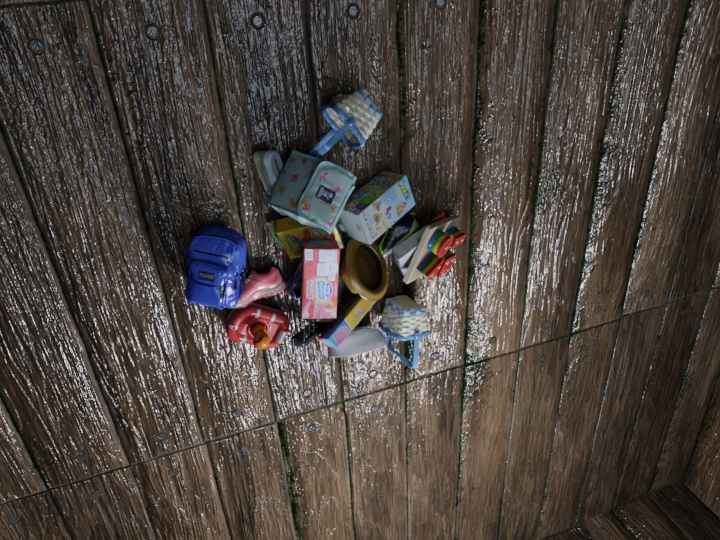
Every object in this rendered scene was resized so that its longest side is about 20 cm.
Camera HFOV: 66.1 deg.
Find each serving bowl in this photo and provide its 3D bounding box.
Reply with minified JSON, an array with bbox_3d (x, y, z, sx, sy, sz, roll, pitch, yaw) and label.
[{"bbox_3d":[-0.015,0.223,1.785,0.196,0.200,0.067,-10,91,-17],"label":"serving bowl"}]

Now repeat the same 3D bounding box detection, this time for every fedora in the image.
[{"bbox_3d":[0.000,0.000,1.631,0.081,0.203,0.200,-24,134,38],"label":"fedora"}]

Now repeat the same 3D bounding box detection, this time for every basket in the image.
[{"bbox_3d":[-0.052,-0.372,1.446,0.139,0.176,0.201,42,83,-19],"label":"basket"},{"bbox_3d":[0.144,0.198,1.821,0.137,0.176,0.204,-1,108,-29],"label":"basket"}]

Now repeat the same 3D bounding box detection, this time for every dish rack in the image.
[{"bbox_3d":[-0.151,0.123,1.694,0.054,0.153,0.204,15,114,21],"label":"dish rack"}]

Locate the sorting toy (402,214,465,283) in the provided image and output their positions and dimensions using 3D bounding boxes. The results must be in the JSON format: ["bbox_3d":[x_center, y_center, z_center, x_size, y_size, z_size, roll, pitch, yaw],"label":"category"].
[{"bbox_3d":[0.241,-0.054,1.718,0.198,0.069,0.202,-24,142,-52],"label":"sorting toy"}]

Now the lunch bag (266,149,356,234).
[{"bbox_3d":[-0.121,-0.202,1.451,0.173,0.198,0.122,-63,151,-6],"label":"lunch bag"}]

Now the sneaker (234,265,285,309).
[{"bbox_3d":[-0.324,0.045,1.629,0.197,0.074,0.088,-22,109,-14],"label":"sneaker"}]

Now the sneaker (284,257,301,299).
[{"bbox_3d":[-0.159,0.003,1.656,0.074,0.079,0.202,15,110,-29],"label":"sneaker"}]

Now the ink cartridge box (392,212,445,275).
[{"bbox_3d":[0.197,-0.077,1.729,0.198,0.058,0.163,-31,158,-1],"label":"ink cartridge box"}]

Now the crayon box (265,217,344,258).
[{"bbox_3d":[-0.155,-0.099,1.560,0.196,0.052,0.128,-11,145,9],"label":"crayon box"}]

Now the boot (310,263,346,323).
[{"bbox_3d":[-0.075,0.072,1.679,0.198,0.068,0.178,-1,100,-49],"label":"boot"}]

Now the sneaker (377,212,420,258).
[{"bbox_3d":[0.095,-0.107,1.722,0.199,0.072,0.083,-36,100,-2],"label":"sneaker"}]

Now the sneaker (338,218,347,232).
[{"bbox_3d":[-0.101,-0.173,1.600,0.197,0.067,0.092,12,96,-21],"label":"sneaker"}]

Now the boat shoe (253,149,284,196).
[{"bbox_3d":[-0.235,-0.244,1.503,0.072,0.061,0.202,-54,149,-35],"label":"boat shoe"}]

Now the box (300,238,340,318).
[{"bbox_3d":[-0.113,0.022,1.527,0.101,0.095,0.204,0,109,-9],"label":"box"}]

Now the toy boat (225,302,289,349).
[{"bbox_3d":[-0.306,0.184,1.661,0.197,0.131,0.132,19,112,-30],"label":"toy boat"}]

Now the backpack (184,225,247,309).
[{"bbox_3d":[-0.386,-0.009,1.493,0.159,0.168,0.203,10,110,-7],"label":"backpack"}]

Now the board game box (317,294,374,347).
[{"bbox_3d":[-0.039,0.147,1.704,0.040,0.153,0.201,42,74,-8],"label":"board game box"}]

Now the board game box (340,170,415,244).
[{"bbox_3d":[0.046,-0.184,1.584,0.200,0.102,0.106,-41,127,-24],"label":"board game box"}]
